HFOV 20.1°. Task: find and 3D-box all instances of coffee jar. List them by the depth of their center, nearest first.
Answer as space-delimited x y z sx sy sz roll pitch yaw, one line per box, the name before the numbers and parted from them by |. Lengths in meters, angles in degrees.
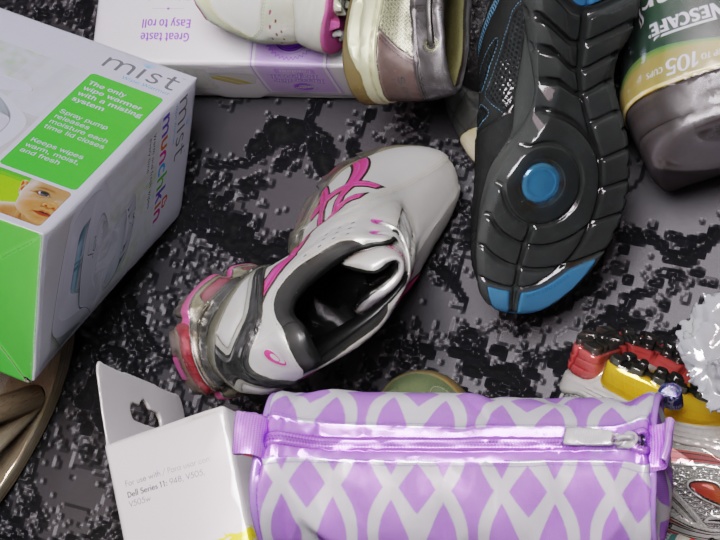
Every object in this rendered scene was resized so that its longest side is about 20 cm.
coffee jar | 0.168 -0.145 1.032 0.104 0.085 0.200 -17 73 10

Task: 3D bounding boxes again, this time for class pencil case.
pencil case | 0.047 0.094 0.925 0.199 0.086 0.084 -2 68 9

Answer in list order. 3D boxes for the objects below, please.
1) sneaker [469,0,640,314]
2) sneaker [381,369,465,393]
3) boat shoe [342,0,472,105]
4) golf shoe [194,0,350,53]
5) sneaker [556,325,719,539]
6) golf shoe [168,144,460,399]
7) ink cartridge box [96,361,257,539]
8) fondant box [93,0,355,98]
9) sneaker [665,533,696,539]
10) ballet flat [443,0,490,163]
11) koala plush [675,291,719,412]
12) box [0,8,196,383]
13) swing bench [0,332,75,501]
sneaker | 0.092 -0.079 1.012 0.073 0.082 0.201 7 101 -20
sneaker | 0.038 0.140 0.989 0.067 0.090 0.201 -10 74 12
boat shoe | 0.044 -0.177 1.031 0.066 0.072 0.201 9 78 21
golf shoe | -0.037 -0.211 1.048 0.091 0.075 0.201 3 76 16
sneaker | 0.186 0.100 0.982 0.200 0.078 0.082 25 110 14
golf shoe | 0.000 0.000 1.000 0.092 0.073 0.200 -5 29 43
ink cartridge box | -0.063 0.139 0.999 0.067 0.117 0.200 -18 73 14
fondant box | -0.060 -0.198 1.117 0.144 0.058 0.201 2 78 14
sneaker | 0.121 0.215 0.955 0.093 0.070 0.200 28 94 21
ballet flat | 0.068 -0.145 1.071 0.066 0.057 0.201 -6 75 12
koala plush | 0.254 0.043 0.907 0.200 0.177 0.184 18 114 32
box | -0.211 -0.054 1.043 0.200 0.097 0.177 20 37 12
swing bench | -0.289 0.057 1.057 0.199 0.200 0.130 29 128 20
